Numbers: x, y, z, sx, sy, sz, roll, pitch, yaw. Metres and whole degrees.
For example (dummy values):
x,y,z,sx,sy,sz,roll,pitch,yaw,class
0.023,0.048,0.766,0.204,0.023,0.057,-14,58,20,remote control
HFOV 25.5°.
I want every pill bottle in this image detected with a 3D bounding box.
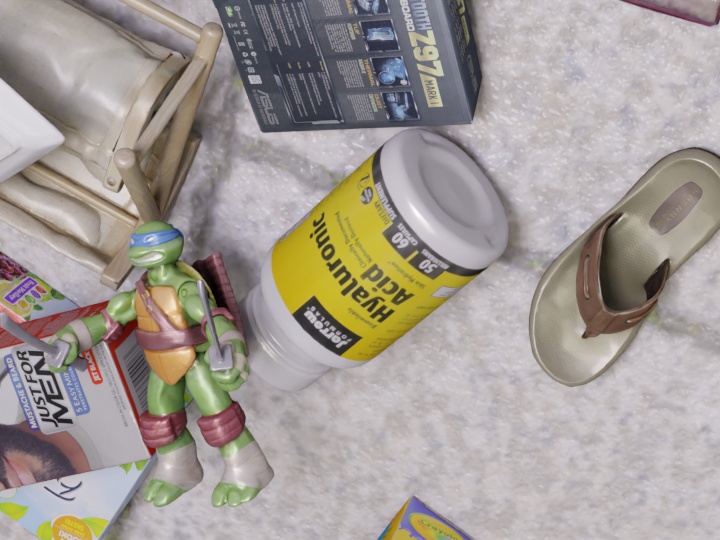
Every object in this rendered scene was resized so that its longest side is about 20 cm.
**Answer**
x,y,z,sx,sy,sz,roll,pitch,yaw,class
0.000,0.000,1.121,0.111,0.111,0.200,46,122,-5,pill bottle

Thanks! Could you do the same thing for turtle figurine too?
x,y,z,sx,sy,sz,roll,pitch,yaw,class
-0.142,0.077,1.076,0.143,0.200,0.195,-16,108,1,turtle figurine

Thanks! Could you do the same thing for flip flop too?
x,y,z,sx,sy,sz,roll,pitch,yaw,class
0.184,0.001,1.098,0.081,0.058,0.200,39,117,-1,flip flop

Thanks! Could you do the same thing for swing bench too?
x,y,z,sx,sy,sz,roll,pitch,yaw,class
-0.221,-0.118,1.121,0.198,0.130,0.200,29,152,2,swing bench

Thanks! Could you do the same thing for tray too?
x,y,z,sx,sy,sz,roll,pitch,yaw,class
-0.279,-0.092,1.061,0.107,0.022,0.200,44,149,-19,tray

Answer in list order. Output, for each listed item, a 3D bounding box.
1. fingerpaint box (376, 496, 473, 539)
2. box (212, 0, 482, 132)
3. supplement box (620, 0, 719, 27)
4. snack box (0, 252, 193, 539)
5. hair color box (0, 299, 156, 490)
x,y,z,sx,sy,sz,roll,pitch,yaw,class
0.070,0.305,1.251,0.200,0.073,0.167,36,118,0,fingerpaint box
-0.014,-0.180,1.045,0.157,0.051,0.200,-1,138,19,box
0.209,-0.261,0.951,0.085,0.110,0.201,19,116,9,supplement box
-0.257,0.112,1.273,0.200,0.068,0.169,36,116,1,snack box
-0.253,0.101,1.197,0.199,0.064,0.111,-14,106,19,hair color box
